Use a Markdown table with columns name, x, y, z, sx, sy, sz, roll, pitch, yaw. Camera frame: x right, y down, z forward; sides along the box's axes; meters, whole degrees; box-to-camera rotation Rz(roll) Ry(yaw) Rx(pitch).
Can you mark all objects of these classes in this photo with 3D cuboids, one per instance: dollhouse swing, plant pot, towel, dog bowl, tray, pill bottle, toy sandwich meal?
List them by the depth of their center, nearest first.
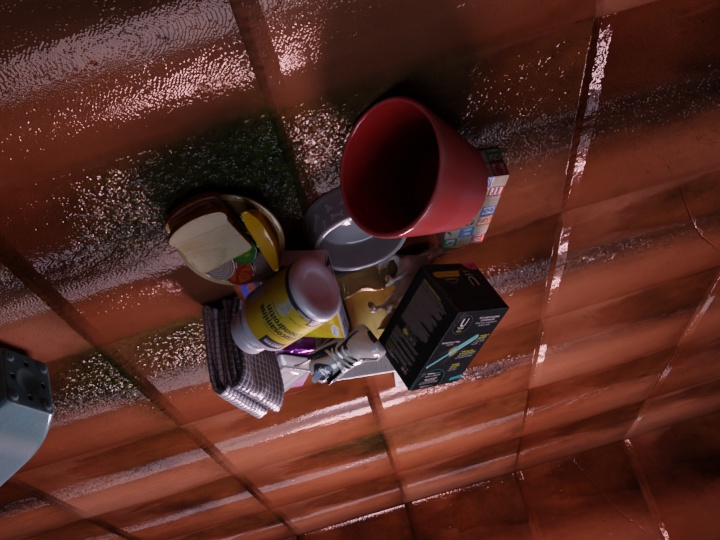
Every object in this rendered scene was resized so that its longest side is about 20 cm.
| name | x | y | z | sx | sy | sz | roll | pitch | yaw |
| --- | --- | --- | --- | --- | --- | --- | --- | --- | --- |
| plant pot | 0.094 | -0.143 | 1.163 | 0.199 | 0.205 | 0.175 | -36 | 154 | 33 |
| toy sandwich meal | -0.216 | -0.040 | 1.238 | 0.199 | 0.071 | 0.209 | -2 | 130 | -2 |
| pill bottle | -0.133 | 0.068 | 1.298 | 0.110 | 0.115 | 0.198 | 15 | 144 | -42 |
| dog bowl | -0.005 | -0.071 | 1.350 | 0.194 | 0.060 | 0.202 | -12 | 149 | -7 |
| plant pot | -0.694 | 0.259 | 1.440 | 0.197 | 0.199 | 0.196 | -32 | 147 | 11 |
| towel | -0.224 | 0.167 | 1.495 | 0.084 | 0.204 | 0.165 | -23 | 148 | 16 |
| dollhouse swing | 0.070 | 0.056 | 1.619 | 0.195 | 0.176 | 0.186 | -16 | 109 | 2 |
| tray | -0.181 | 0.241 | 1.666 | 0.105 | 0.023 | 0.199 | 14 | 140 | -35 |

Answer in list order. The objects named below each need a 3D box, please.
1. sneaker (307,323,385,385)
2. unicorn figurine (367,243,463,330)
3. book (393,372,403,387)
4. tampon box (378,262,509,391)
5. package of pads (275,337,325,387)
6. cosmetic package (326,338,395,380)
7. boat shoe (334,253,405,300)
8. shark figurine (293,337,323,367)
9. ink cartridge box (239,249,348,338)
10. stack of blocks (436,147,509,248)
| name | x | y | z | sx | sy | sz | roll | pitch | yaw |
| --- | --- | --- | --- | --- | --- | --- | --- | --- | --- |
| sneaker | -0.037 | 0.171 | 1.462 | 0.129 | 0.080 | 0.198 | -44 | -159 | -19 |
| unicorn figurine | 0.089 | 0.015 | 1.454 | 0.135 | 0.074 | 0.202 | -13 | 143 | -39 |
| book | 0.181 | 0.250 | 1.984 | 0.194 | 0.049 | 0.134 | -14 | 152 | -2 |
| tampon box | 0.151 | 0.102 | 1.434 | 0.147 | 0.127 | 0.202 | -2 | 133 | -41 |
| package of pads | -0.159 | 0.189 | 1.687 | 0.117 | 0.077 | 0.201 | -3 | 147 | -24 |
| cosmetic package | 0.017 | 0.182 | 1.675 | 0.194 | 0.076 | 0.102 | -9 | -168 | -7 |
| boat shoe | 0.000 | 0.000 | 1.466 | 0.195 | 0.069 | 0.072 | -15 | 127 | -24 |
| shark figurine | -0.104 | 0.089 | 1.526 | 0.125 | 0.090 | 0.218 | -17 | 119 | 16 |
| ink cartridge box | -0.134 | 0.046 | 1.390 | 0.194 | 0.048 | 0.200 | -2 | 137 | 13 |
| stack of blocks | 0.179 | -0.122 | 1.351 | 0.112 | 0.060 | 0.202 | -9 | 149 | -11 |
